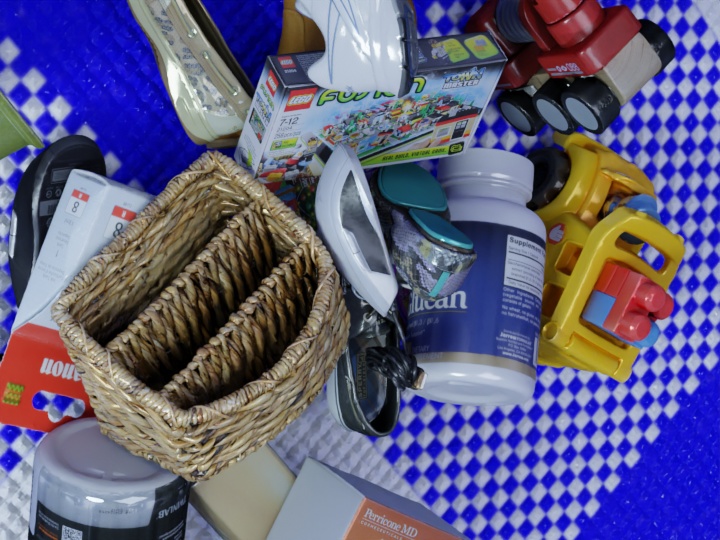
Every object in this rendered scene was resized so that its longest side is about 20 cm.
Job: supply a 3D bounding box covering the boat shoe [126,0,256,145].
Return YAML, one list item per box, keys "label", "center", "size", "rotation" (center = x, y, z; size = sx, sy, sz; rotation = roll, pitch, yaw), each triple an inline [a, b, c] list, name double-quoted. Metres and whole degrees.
- label: "boat shoe"
  center: [-0.133, -0.195, 1.570]
  size: [0.062, 0.073, 0.201]
  rotation: [-17, 115, 11]

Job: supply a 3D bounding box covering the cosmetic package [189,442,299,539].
- label: "cosmetic package"
  center: [-0.081, 0.200, 1.698]
  size: [0.071, 0.105, 0.200]
  rotation: [-46, 120, -13]

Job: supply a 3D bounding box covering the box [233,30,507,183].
- label: "box"
  center: [0.008, -0.127, 1.604]
  size: [0.199, 0.035, 0.110]
  rotation: [-10, 144, -28]

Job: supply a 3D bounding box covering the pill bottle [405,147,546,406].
- label: "pill bottle"
  center: [0.097, 0.005, 1.717]
  size: [0.111, 0.111, 0.201]
  rotation: [16, 72, -34]

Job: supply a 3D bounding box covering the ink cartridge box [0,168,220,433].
- label: "ink cartridge box"
  center: [-0.192, 0.037, 1.587]
  size: [0.162, 0.050, 0.201]
  rotation: [21, 87, -56]

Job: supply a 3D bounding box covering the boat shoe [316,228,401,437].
- label: "boat shoe"
  center: [0.006, 0.041, 1.693]
  size: [0.068, 0.057, 0.201]
  rotation: [-13, 110, -29]

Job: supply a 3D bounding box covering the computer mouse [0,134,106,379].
- label: "computer mouse"
  center: [-0.259, -0.005, 1.561]
  size: [0.140, 0.046, 0.201]
  rotation: [-18, 121, -45]

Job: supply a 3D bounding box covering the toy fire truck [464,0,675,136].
- label: "toy fire truck"
  center: [0.129, -0.206, 1.697]
  size: [0.129, 0.176, 0.200]
  rotation: [-44, 108, -15]

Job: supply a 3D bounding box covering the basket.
- label: "basket"
  center: [-0.108, 0.037, 1.541]
  size: [0.200, 0.142, 0.149]
  rotation: [-45, 142, -29]

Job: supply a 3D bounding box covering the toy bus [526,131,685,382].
- label: "toy bus"
  center: [0.210, -0.007, 1.781]
  size: [0.135, 0.192, 0.201]
  rotation: [29, 84, -33]

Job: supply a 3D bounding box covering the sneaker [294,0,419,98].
- label: "sneaker"
  center: [-0.009, -0.223, 1.489]
  size: [0.087, 0.075, 0.201]
  rotation: [-4, 95, 12]

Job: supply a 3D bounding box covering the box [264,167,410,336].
- label: "box"
  center: [-0.024, -0.020, 1.717]
  size: [0.136, 0.039, 0.201]
  rotation: [-28, 115, -25]

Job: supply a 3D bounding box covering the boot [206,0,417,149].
- label: "boot"
  center: [-0.049, -0.186, 1.654]
  size: [0.200, 0.071, 0.145]
  rotation: [-19, 100, -20]

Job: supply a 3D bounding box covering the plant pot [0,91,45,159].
- label: "plant pot"
  center: [-0.352, -0.105, 1.417]
  size: [0.190, 0.200, 0.200]
  rotation: [-39, 120, -4]

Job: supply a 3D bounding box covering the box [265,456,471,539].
- label: "box"
  center: [-0.019, 0.270, 1.636]
  size: [0.124, 0.097, 0.201]
  rotation: [26, 91, -33]

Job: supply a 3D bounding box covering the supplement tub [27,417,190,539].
- label: "supplement tub"
  center: [-0.199, 0.226, 1.605]
  size: [0.122, 0.122, 0.201]
  rotation: [-7, 119, -31]

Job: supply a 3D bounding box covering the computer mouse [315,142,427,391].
- label: "computer mouse"
  center: [0.000, 0.000, 1.598]
  size: [0.044, 0.110, 0.201]
  rotation: [-19, 103, -5]

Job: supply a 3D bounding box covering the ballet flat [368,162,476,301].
- label: "ballet flat"
  center: [0.039, -0.028, 1.629]
  size: [0.072, 0.200, 0.072]
  rotation: [-4, 112, -9]
